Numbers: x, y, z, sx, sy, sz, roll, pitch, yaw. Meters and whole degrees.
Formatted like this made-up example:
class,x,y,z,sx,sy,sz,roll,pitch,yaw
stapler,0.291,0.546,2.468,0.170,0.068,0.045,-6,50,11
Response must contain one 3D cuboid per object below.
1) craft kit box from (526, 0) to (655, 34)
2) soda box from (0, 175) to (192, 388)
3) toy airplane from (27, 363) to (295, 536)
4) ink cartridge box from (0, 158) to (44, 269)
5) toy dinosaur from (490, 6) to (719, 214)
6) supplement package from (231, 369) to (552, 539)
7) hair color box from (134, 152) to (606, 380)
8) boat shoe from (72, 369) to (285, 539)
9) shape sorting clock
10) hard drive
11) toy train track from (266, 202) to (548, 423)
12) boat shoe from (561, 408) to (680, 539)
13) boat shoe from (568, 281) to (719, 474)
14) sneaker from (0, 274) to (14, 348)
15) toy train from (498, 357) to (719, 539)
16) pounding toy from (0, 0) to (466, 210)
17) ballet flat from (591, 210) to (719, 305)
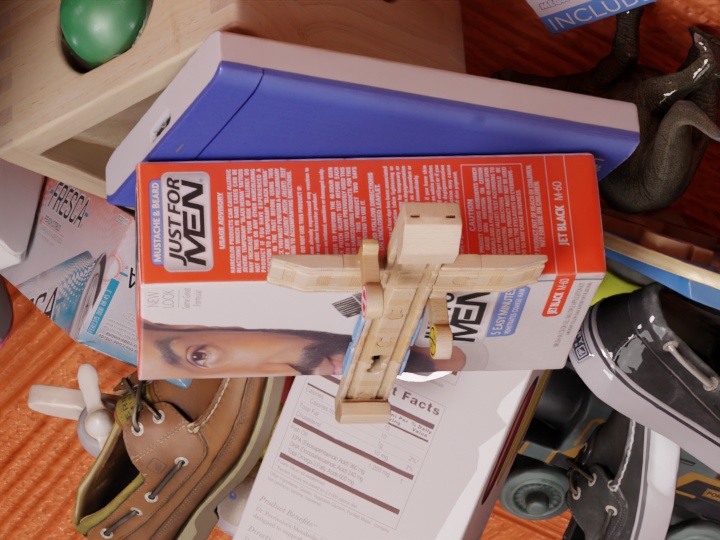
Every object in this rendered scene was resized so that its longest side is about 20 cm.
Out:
class,x,y,z,sx,sy,sz,roll,pitch,yaw
craft kit box,0.121,-0.201,1.006,0.200,0.049,0.198,-16,141,28
soda box,-0.127,-0.002,1.210,0.063,0.069,0.200,24,-179,-22
toy airplane,-0.061,0.094,1.358,0.200,0.141,0.199,-21,136,34
ink cartridge box,-0.285,-0.048,1.253,0.200,0.084,0.144,-16,137,31
toy dinosaur,0.134,-0.066,1.111,0.077,0.200,0.103,17,102,-28
supplement package,0.026,0.073,1.209,0.109,0.114,0.200,25,109,9
hair color box,0.000,0.000,1.060,0.199,0.064,0.111,-1,156,-5
boat shoe,-0.093,0.079,1.217,0.068,0.072,0.200,11,128,-19
shape sorting clock,0.189,0.001,1.140,0.199,0.039,0.200,21,-175,-2
hard drive,0.004,-0.051,1.055,0.199,0.025,0.132,8,154,-25
toy train track,0.014,0.030,1.015,0.114,0.033,0.200,0,155,-9
boat shoe,0.139,0.126,1.313,0.056,0.069,0.200,6,130,-1
boat shoe,0.192,0.054,1.212,0.068,0.074,0.199,-32,134,33
sneaker,-0.280,0.057,1.321,0.095,0.200,0.079,-2,118,34
toy train,0.165,0.103,1.387,0.200,0.085,0.114,20,130,-14
pounding toy,-0.065,-0.129,1.078,0.184,0.143,0.200,-23,150,36
ballet flat,0.175,0.004,1.269,0.199,0.067,0.067,15,122,-15
